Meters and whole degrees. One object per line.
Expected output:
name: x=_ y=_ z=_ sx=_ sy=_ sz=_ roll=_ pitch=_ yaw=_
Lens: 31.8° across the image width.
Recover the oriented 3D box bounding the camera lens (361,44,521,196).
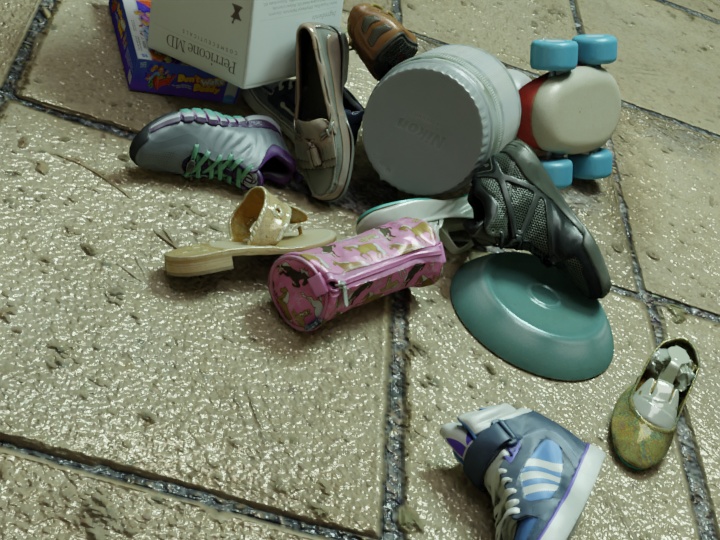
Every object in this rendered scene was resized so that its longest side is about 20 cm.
camera lens: x=0.098 y=-0.179 z=1.492 sx=0.159 sy=0.161 sz=0.200 roll=30 pitch=22 yaw=9

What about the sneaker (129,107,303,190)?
sneaker: x=-0.152 y=-0.125 z=1.378 sx=0.199 sy=0.075 sz=0.088 roll=-10 pitch=52 yaw=-41

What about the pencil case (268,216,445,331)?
pencil case: x=0.000 y=0.000 z=1.292 sx=0.086 sy=0.083 sz=0.199 roll=42 pitch=37 yaw=25

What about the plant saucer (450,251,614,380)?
plant saucer: x=0.197 y=0.039 z=1.400 sx=0.198 sy=0.036 sz=0.201 roll=16 pitch=36 yaw=-12

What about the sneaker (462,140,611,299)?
sneaker: x=0.188 y=-0.033 z=1.401 sx=0.114 sy=0.076 sz=0.200 roll=-37 pitch=92 yaw=-11

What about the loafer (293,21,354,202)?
loafer: x=-0.051 y=-0.179 z=1.421 sx=0.071 sy=0.202 sz=0.063 roll=-2 pitch=-2 yaw=34

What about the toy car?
toy car: x=0.225 y=-0.221 z=1.685 sx=0.199 sy=0.186 sz=0.176 roll=15 pitch=22 yaw=43

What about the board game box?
board game box: x=-0.231 y=-0.288 z=1.568 sx=0.133 sy=0.045 sz=0.201 roll=5 pitch=39 yaw=-25

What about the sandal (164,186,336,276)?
sandal: x=-0.107 y=-0.049 z=1.281 sx=0.211 sy=0.070 sz=0.077 roll=-15 pitch=17 yaw=-40

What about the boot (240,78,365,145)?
boot: x=-0.067 y=-0.210 z=1.521 sx=0.072 sy=0.091 sz=0.200 roll=-17 pitch=52 yaw=-44

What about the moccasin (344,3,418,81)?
moccasin: x=0.018 y=-0.271 z=1.490 sx=0.078 sy=0.074 sz=0.201 roll=49 pitch=10 yaw=6

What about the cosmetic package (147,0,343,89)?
cosmetic package: x=-0.126 y=-0.338 z=1.451 sx=0.164 sy=0.202 sz=0.164 roll=26 pitch=31 yaw=31

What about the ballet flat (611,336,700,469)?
ballet flat: x=0.313 y=0.129 z=1.322 sx=0.070 sy=0.071 sz=0.200 roll=31 pitch=35 yaw=10

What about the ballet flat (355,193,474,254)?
ballet flat: x=0.085 y=-0.047 z=1.430 sx=0.199 sy=0.070 sz=0.070 roll=-10 pitch=47 yaw=-40

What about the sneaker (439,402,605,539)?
sneaker: x=0.124 y=0.195 z=1.122 sx=0.146 sy=0.081 sz=0.200 roll=24 pitch=37 yaw=15
